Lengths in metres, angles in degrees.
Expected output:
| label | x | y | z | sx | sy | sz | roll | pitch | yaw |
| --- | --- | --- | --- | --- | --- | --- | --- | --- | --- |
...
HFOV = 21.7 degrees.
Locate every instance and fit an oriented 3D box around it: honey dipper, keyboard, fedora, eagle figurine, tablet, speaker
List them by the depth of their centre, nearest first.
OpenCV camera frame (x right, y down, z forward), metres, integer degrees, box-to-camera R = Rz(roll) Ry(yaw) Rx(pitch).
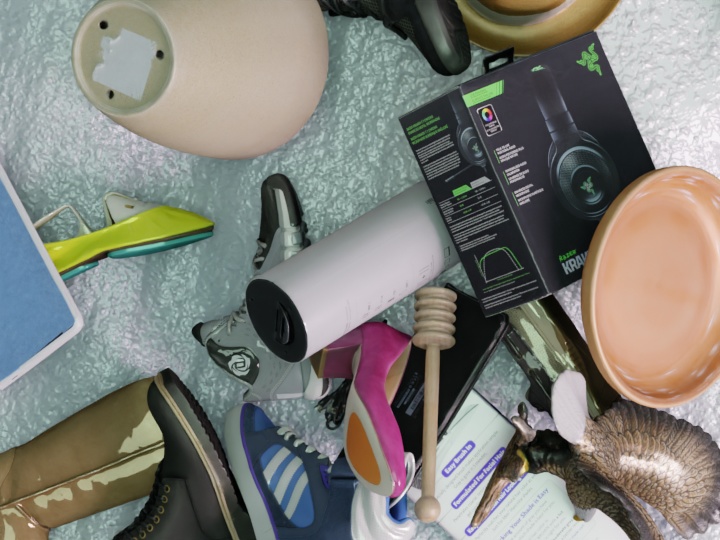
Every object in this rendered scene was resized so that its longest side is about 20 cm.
| label | x | y | z | sx | sy | sz | roll | pitch | yaw |
| --- | --- | --- | --- | --- | --- | --- | --- | --- | --- |
| eagle figurine | 0.211 | 0.180 | 1.553 | 0.199 | 0.151 | 0.152 | 21 | 87 | 10 |
| honey dipper | 0.061 | 0.113 | 1.584 | 0.038 | 0.038 | 0.201 | 2 | 68 | 0 |
| speaker | 0.000 | 0.000 | 1.586 | 0.200 | 0.081 | 0.081 | -32 | 91 | -32 |
| fedora | 0.149 | -0.284 | 1.626 | 0.200 | 0.082 | 0.202 | 0 | 91 | 1 |
| tablet | -0.329 | -0.002 | 1.627 | 0.130 | 0.014 | 0.200 | -35 | 74 | 19 |
| keyboard | 0.036 | 0.102 | 1.635 | 0.127 | 0.021 | 0.200 | 29 | 82 | 35 |

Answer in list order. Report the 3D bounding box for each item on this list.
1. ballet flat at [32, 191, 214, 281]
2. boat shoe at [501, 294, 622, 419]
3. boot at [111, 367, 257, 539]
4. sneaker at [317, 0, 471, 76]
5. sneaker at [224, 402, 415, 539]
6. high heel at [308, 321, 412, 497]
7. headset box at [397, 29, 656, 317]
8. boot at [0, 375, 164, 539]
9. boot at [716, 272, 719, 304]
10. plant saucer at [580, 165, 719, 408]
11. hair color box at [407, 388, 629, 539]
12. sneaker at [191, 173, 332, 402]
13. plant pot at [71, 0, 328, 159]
| label | x | y | z | sx | sy | sz | roll | pitch | yaw |
| --- | --- | --- | --- | --- | --- | --- | --- | --- | --- |
| ballet flat | -0.229 | -0.031 | 1.641 | 0.199 | 0.067 | 0.067 | -18 | 89 | 2 |
| boat shoe | 0.173 | 0.094 | 1.646 | 0.066 | 0.072 | 0.201 | -31 | 91 | 22 |
| boot | -0.173 | 0.196 | 1.598 | 0.138 | 0.077 | 0.201 | -24 | 108 | 0 |
| sneaker | 0.016 | -0.230 | 1.616 | 0.114 | 0.076 | 0.200 | -36 | 69 | 15 |
| sneaker | -0.024 | 0.172 | 1.588 | 0.146 | 0.081 | 0.201 | -27 | 52 | 9 |
| high heel | 0.027 | 0.113 | 1.549 | 0.096 | 0.200 | 0.068 | -1 | 121 | -21 |
| headset box | 0.150 | -0.089 | 1.587 | 0.174 | 0.093 | 0.201 | -24 | 90 | -36 |
| boot | -0.240 | 0.210 | 1.646 | 0.199 | 0.066 | 0.176 | -22 | 92 | -1 |
| boot | 0.327 | 0.057 | 1.648 | 0.146 | 0.070 | 0.201 | 14 | 90 | 6 |
| plant saucer | 0.250 | 0.012 | 1.556 | 0.200 | 0.037 | 0.201 | -6 | 100 | -39 |
| hair color box | 0.127 | 0.201 | 1.647 | 0.200 | 0.065 | 0.109 | 43 | 91 | -2 |
| sneaker | -0.096 | 0.021 | 1.639 | 0.115 | 0.075 | 0.201 | -10 | 90 | 5 |
| plant pot | -0.147 | -0.177 | 1.543 | 0.186 | 0.200 | 0.188 | 3 | 99 | 20 |
